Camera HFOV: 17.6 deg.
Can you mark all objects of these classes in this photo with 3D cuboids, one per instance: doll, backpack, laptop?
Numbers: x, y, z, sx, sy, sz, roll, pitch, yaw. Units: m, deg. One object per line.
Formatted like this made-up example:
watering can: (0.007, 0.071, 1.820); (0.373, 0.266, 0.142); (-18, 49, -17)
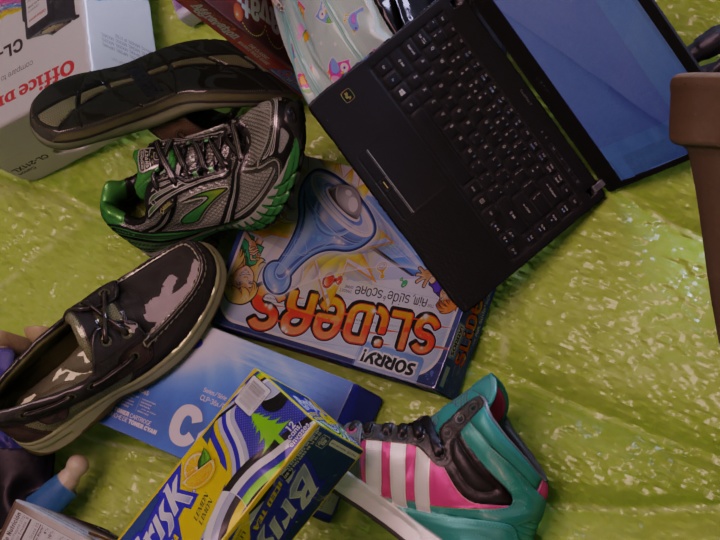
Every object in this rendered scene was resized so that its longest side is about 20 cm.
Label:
doll: (-0.251, 0.142, 1.693); (0.136, 0.048, 0.200); (-4, 70, 30)
backpack: (0.015, -0.185, 1.603); (0.127, 0.167, 0.200); (-43, 55, 39)
laptop: (0.104, -0.096, 1.480); (0.200, 0.177, 0.103); (-39, 14, -8)

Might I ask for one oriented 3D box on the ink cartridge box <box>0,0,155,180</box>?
ink cartridge box: (-0.239, -0.191, 1.774); (0.146, 0.083, 0.200); (-24, 62, 29)

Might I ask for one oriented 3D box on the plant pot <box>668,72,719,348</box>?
plant pot: (0.277, -0.026, 1.382); (0.200, 0.200, 0.175); (6, 95, 32)

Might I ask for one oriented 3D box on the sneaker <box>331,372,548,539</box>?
sneaker: (0.041, 0.109, 1.497); (0.200, 0.084, 0.121); (35, 91, 10)

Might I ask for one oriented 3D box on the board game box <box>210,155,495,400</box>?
board game box: (0.000, 0.000, 1.606); (0.200, 0.034, 0.136); (14, 80, 33)

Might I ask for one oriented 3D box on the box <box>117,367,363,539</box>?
box: (-0.093, 0.162, 1.447); (0.064, 0.070, 0.200); (41, 93, 32)

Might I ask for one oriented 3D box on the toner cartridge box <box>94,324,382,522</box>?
toner cartridge box: (-0.090, 0.096, 1.619); (0.200, 0.043, 0.095); (19, 82, 34)

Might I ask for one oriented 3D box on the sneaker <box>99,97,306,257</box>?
sneaker: (-0.109, -0.063, 1.621); (0.200, 0.085, 0.078); (-34, 43, 40)

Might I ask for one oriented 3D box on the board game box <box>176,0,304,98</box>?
board game box: (-0.074, -0.197, 1.619); (0.019, 0.200, 0.103); (-11, 68, 25)

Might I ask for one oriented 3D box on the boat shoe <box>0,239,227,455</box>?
boat shoe: (-0.180, 0.051, 1.621); (0.201, 0.066, 0.072); (-41, 57, 11)

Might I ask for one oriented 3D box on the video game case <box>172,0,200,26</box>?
video game case: (-0.078, -0.307, 1.768); (0.200, 0.024, 0.182); (-29, 61, 17)

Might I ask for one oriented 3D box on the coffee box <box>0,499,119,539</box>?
coffee box: (-0.148, 0.235, 1.562); (0.200, 0.114, 0.080); (22, 84, 35)

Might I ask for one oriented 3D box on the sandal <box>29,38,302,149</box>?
sandal: (-0.140, -0.118, 1.675); (0.201, 0.057, 0.080); (-13, 39, -16)

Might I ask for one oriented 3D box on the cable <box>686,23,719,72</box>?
cable: (0.205, -0.188, 1.553); (0.200, 0.051, 0.163); (2, 79, 28)
